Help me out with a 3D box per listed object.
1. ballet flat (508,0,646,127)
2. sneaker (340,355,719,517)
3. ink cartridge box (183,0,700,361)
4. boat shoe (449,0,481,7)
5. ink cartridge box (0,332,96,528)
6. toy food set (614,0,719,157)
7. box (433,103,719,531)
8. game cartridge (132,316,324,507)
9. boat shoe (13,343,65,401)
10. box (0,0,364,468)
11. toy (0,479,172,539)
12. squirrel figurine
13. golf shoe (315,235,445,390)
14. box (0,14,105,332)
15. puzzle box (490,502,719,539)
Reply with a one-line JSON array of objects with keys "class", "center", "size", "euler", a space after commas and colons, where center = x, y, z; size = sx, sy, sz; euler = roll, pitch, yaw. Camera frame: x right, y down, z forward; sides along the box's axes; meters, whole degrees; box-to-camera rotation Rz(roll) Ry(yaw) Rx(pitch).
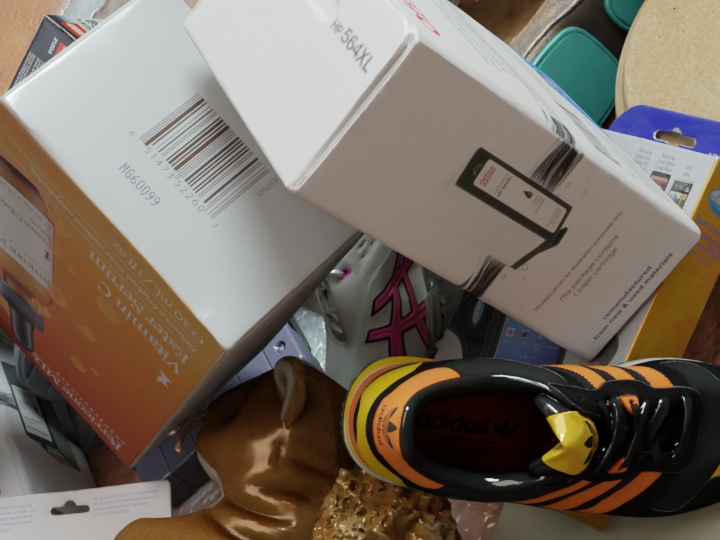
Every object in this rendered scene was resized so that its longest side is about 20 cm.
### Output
[{"class": "ballet flat", "center": [0.121, -0.130, 0.953], "size": [0.200, 0.068, 0.067], "euler": [-52, 28, -9]}, {"class": "sneaker", "center": [0.095, 0.072, 0.724], "size": [0.090, 0.198, 0.071], "euler": [-173, 86, -80]}, {"class": "ink cartridge box", "center": [0.035, -0.063, 0.764], "size": [0.084, 0.199, 0.146], "euler": [-50, 41, 14]}, {"class": "boat shoe", "center": [0.046, -0.215, 1.059], "size": [0.071, 0.076, 0.201], "euler": [-12, 39, -10]}, {"class": "ink cartridge box", "center": [-0.249, 0.126, 1.053], "size": [0.145, 0.084, 0.201], "euler": [-41, 46, 11]}, {"class": "toy food set", "center": [0.219, -0.105, 0.863], "size": [0.197, 0.049, 0.202], "euler": [-11, 57, 32]}, {"class": "box", "center": [0.107, 0.010, 0.832], "size": [0.119, 0.041, 0.201], "euler": [20, 86, 50]}, {"class": "game cartridge", "center": [-0.110, 0.032, 1.043], "size": [0.129, 0.038, 0.200], "euler": [-38, 47, 6]}, {"class": "boat shoe", "center": [-0.141, -0.014, 1.013], "size": [0.201, 0.072, 0.062], "euler": [-56, 27, 17]}, {"class": "box", "center": [-0.105, -0.014, 0.850], "size": [0.106, 0.152, 0.200], "euler": [-42, -3, -29]}, {"class": "toy", "center": [-0.147, 0.221, 0.924], "size": [0.114, 0.047, 0.202], "euler": [-7, 71, 7]}, {"class": "squirrel figurine", "center": [-0.022, 0.140, 0.827], "size": [0.199, 0.141, 0.188], "euler": [3, 67, 38]}, {"class": "golf shoe", "center": [0.000, 0.000, 0.908], "size": [0.072, 0.091, 0.202], "euler": [16, 96, 58]}, {"class": "box", "center": [-0.182, -0.053, 1.014], "size": [0.035, 0.110, 0.201], "euler": [38, 110, 21]}, {"class": "puzzle box", "center": [0.108, 0.167, 0.796], "size": [0.132, 0.025, 0.201], "euler": [10, 70, 40]}]
